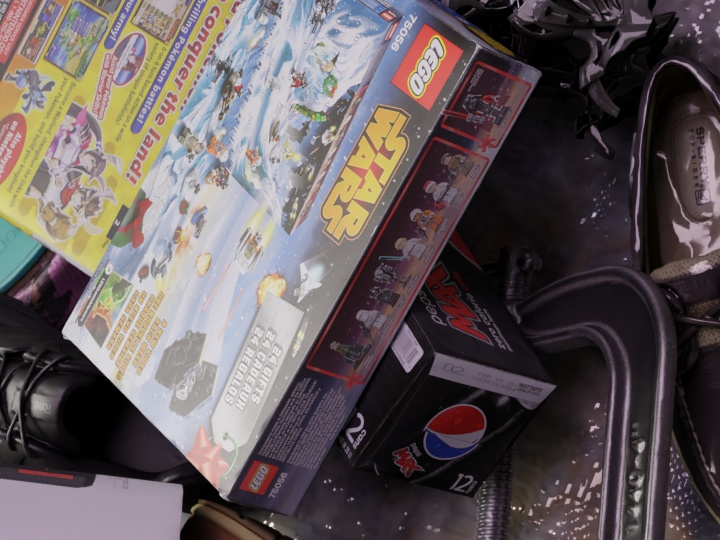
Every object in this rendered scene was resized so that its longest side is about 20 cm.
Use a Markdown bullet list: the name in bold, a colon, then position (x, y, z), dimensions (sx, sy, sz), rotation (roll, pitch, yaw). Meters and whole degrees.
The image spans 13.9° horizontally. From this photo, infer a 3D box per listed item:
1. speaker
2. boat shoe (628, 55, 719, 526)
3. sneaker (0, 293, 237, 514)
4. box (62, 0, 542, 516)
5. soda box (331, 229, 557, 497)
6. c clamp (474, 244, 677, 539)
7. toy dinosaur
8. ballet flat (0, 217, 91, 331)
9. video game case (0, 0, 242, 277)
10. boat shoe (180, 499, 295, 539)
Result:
- **speaker**: position (-0.170, 0.113, 1.170), dimensions (0.200, 0.081, 0.081), rotation (7, 71, -5)
- **boat shoe**: position (0.137, 0.010, 1.154), dimensions (0.073, 0.065, 0.200), rotation (-21, 63, 19)
- **sneaker**: position (-0.140, 0.051, 1.241), dimensions (0.200, 0.091, 0.076), rotation (12, 88, 9)
- **box**: position (-0.027, -0.024, 1.155), dimensions (0.137, 0.040, 0.200), rotation (41, 106, 46)
- **soda box**: position (0.000, 0.000, 1.204), dimensions (0.063, 0.071, 0.200), rotation (-55, 42, 23)
- **c clamp**: position (0.070, 0.079, 1.167), dimensions (0.171, 0.027, 0.200), rotation (-21, 60, 50)
- **toy dinosaur**: position (0.056, -0.110, 1.199), dimensions (0.136, 0.102, 0.200), rotation (21, 95, 9)
- **ballet flat**: position (-0.099, -0.054, 1.307), dimensions (0.200, 0.071, 0.069), rotation (-52, 51, 12)
- **video game case**: position (-0.114, -0.115, 1.258), dimensions (0.181, 0.025, 0.200), rotation (32, 99, 27)
- **boat shoe**: position (-0.009, 0.161, 1.171), dimensions (0.200, 0.072, 0.068), rotation (35, 88, 32)
